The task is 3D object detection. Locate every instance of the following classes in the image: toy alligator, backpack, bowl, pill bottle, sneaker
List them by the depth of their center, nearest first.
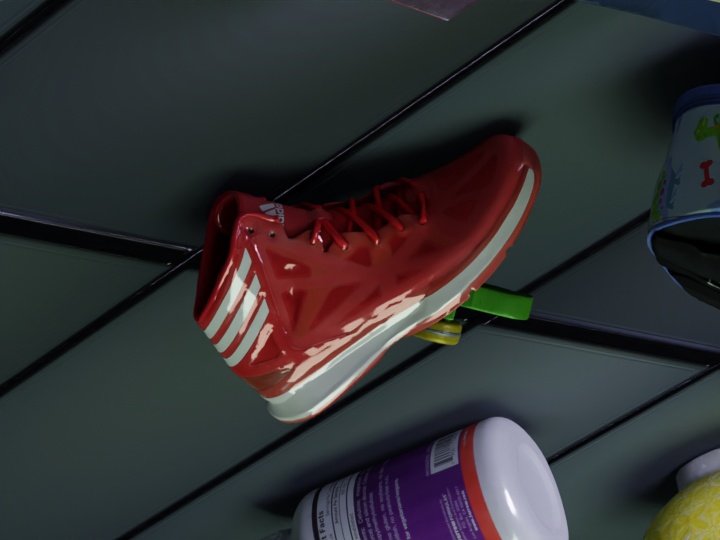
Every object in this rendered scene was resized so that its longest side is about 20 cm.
[{"bbox_3d":[0.259,-0.045,1.522,0.199,0.148,0.183,3,160,19],"label":"backpack"},{"bbox_3d":[-0.004,-0.020,1.528,0.200,0.078,0.116,-45,117,0],"label":"sneaker"},{"bbox_3d":[0.000,0.000,1.613,0.199,0.060,0.054,10,-173,-22],"label":"toy alligator"},{"bbox_3d":[0.033,0.182,1.953,0.199,0.113,0.112,-24,155,19],"label":"pill bottle"},{"bbox_3d":[0.284,0.191,2.130,0.199,0.108,0.200,-13,157,-6],"label":"bowl"}]

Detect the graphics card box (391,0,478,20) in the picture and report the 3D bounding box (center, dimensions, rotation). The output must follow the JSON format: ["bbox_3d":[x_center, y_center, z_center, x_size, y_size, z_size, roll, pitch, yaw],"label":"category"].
[{"bbox_3d":[0.065,-0.185,1.237,0.200,0.051,0.125,-32,151,31],"label":"graphics card box"}]

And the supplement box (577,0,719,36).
[{"bbox_3d":[0.126,-0.222,1.003,0.134,0.201,0.200,8,147,-41],"label":"supplement box"}]
